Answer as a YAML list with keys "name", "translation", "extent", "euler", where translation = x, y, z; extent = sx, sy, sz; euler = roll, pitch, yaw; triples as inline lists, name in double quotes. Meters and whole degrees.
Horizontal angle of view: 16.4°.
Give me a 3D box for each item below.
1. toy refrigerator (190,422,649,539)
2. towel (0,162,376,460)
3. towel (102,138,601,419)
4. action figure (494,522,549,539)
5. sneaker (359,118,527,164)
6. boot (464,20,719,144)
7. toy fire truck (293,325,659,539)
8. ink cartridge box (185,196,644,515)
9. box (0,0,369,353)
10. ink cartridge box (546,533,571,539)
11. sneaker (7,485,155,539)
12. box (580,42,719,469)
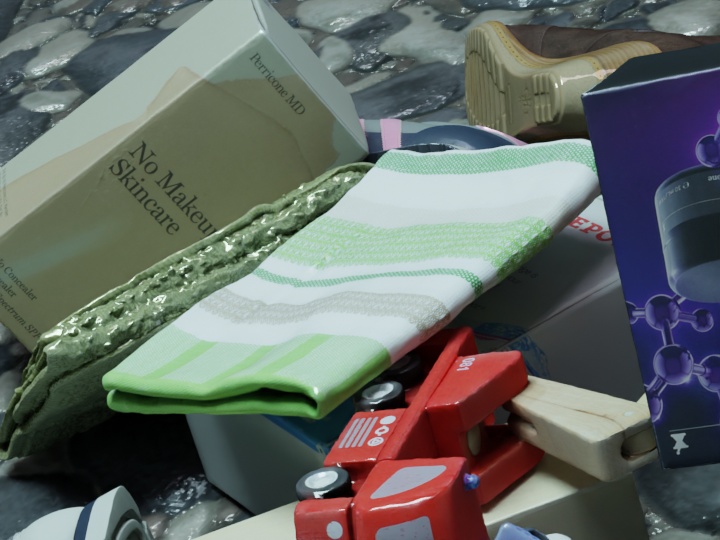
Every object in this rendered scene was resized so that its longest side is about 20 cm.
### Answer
- name: "toy refrigerator"
  translation: [0.011, 0.128, 0.991]
  extent: [0.200, 0.070, 0.076]
  euler: [-19, 23, -9]
- name: "towel"
  translation: [-0.082, 0.022, 1.190]
  extent: [0.200, 0.037, 0.148]
  euler: [-30, -8, -25]
- name: "towel"
  translation: [0.000, 0.000, 1.054]
  extent: [0.149, 0.031, 0.200]
  euler: [-5, 25, 48]
- name: "action figure"
  translation: [0.155, 0.100, 0.875]
  extent: [0.200, 0.105, 0.193]
  euler: [25, 20, 7]
- name: "sneaker"
  translation: [0.004, -0.048, 1.332]
  extent: [0.200, 0.070, 0.082]
  euler: [9, 18, 36]
- name: "boot"
  translation: [0.154, -0.100, 1.350]
  extent: [0.166, 0.072, 0.200]
  euler: [-4, 10, -16]
- name: "toy fire truck"
  translation: [0.069, 0.059, 0.956]
  extent: [0.141, 0.049, 0.200]
  euler: [-7, 24, 23]
- name: "ink cartridge box"
  translation: [0.037, 0.040, 1.116]
  extent: [0.200, 0.085, 0.144]
  euler: [-29, 31, -22]
- name: "box"
  translation: [-0.103, -0.045, 1.261]
  extent: [0.200, 0.095, 0.078]
  euler: [-38, 26, 11]
- name: "ink cartridge box"
  translation: [0.049, 0.183, 0.867]
  extent: [0.115, 0.068, 0.200]
  euler: [-15, 28, -2]
- name: "sneaker"
  translation: [-0.137, 0.163, 1.007]
  extent: [0.080, 0.076, 0.200]
  euler: [-14, 19, 16]
- name: "box"
  translation: [0.193, -0.018, 0.864]
  extent: [0.200, 0.141, 0.079]
  euler: [-10, 12, 22]
